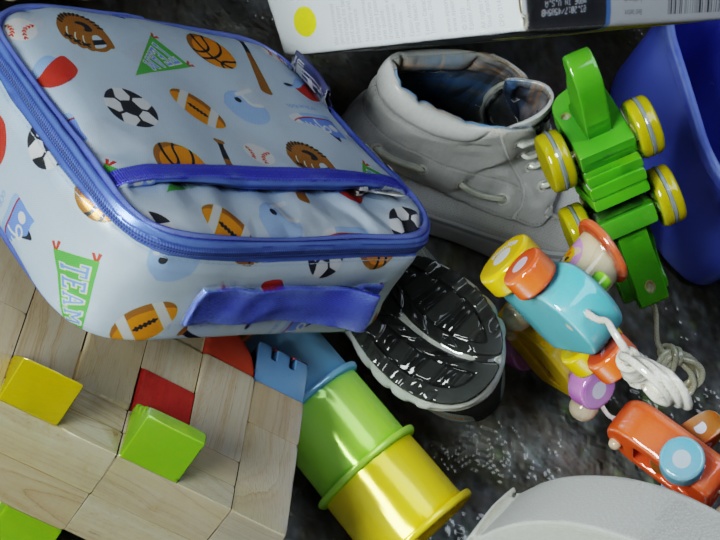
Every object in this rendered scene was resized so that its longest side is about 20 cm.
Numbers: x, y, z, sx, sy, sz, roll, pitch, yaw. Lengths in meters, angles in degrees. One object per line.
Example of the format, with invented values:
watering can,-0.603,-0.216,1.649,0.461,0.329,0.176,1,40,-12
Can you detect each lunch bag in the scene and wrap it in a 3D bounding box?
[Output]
lunch bag,-0.065,-0.038,0.712,0.199,0.076,0.160,-2,43,-49

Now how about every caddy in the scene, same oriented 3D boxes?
caddy,0.232,-0.083,0.974,0.140,0.105,0.202,6,57,-27

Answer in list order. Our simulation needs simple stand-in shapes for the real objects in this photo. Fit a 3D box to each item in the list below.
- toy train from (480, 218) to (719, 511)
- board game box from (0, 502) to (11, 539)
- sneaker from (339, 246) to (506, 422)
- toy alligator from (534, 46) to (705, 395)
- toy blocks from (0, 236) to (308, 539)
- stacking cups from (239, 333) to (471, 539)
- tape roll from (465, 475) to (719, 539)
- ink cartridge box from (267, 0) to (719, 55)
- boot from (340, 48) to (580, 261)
toy train,0.130,0.044,0.799,0.150,0.200,0.056,37,78,26
board game box,-0.174,0.131,0.660,0.104,0.023,0.202,13,54,-25
sneaker,0.000,0.000,0.821,0.074,0.079,0.201,-37,64,-3
toy alligator,0.132,-0.027,0.852,0.059,0.201,0.054,-22,26,0
toy blocks,-0.100,0.044,0.700,0.199,0.100,0.137,28,36,-16
stacking cups,-0.036,0.049,0.777,0.200,0.061,0.060,47,49,13
tape roll,0.119,0.176,0.679,0.203,0.203,0.037,47,50,6
ink cartridge box,0.056,-0.137,0.862,0.197,0.199,0.048,-15,100,-48
boot,0.083,-0.058,0.880,0.198,0.096,0.074,9,56,-24
